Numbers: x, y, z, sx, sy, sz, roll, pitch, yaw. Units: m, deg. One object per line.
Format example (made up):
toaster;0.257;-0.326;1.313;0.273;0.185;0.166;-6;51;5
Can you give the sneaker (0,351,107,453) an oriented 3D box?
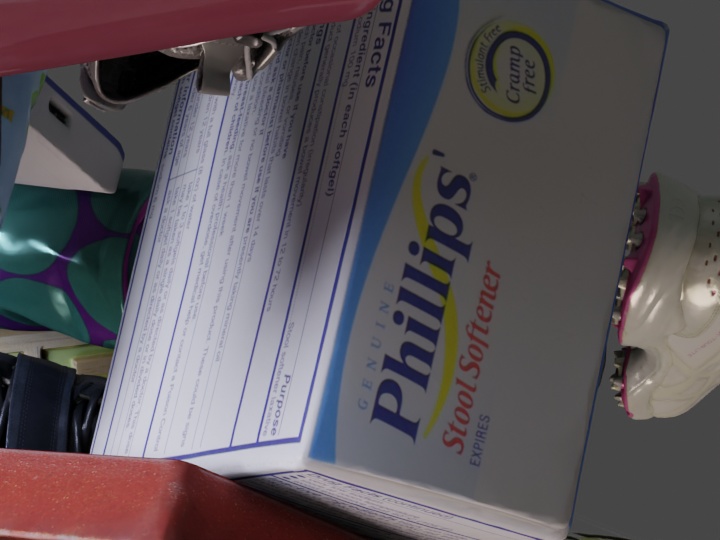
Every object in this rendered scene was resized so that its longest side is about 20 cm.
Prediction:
sneaker;-0.121;0.077;1.244;0.146;0.077;0.202;12;171;-12

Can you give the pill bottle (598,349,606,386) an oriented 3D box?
pill bottle;0.016;0.037;1.253;0.112;0.112;0.200;19;164;-22

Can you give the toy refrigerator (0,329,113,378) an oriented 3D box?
toy refrigerator;-0.140;0.059;1.376;0.199;0.076;0.070;-6;-169;-18

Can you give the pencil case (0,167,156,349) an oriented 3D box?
pencil case;-0.161;-0.007;1.295;0.199;0.085;0.093;6;135;28

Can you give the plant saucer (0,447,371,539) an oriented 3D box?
plant saucer;-0.066;0.101;0.988;0.200;0.037;0.199;-1;159;43

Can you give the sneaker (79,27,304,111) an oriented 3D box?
sneaker;-0.026;-0.091;0.863;0.075;0.082;0.200;20;164;-25

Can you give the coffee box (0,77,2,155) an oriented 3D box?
coffee box;-0.206;-0.090;0.838;0.200;0.080;0.113;34;148;13

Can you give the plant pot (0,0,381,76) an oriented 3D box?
plant pot;-0.082;-0.124;0.619;0.178;0.201;0.200;1;170;-18

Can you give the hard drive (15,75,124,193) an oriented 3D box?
hard drive;-0.217;-0.074;1.208;0.199;0.025;0.132;7;164;21

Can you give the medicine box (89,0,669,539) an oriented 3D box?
medicine box;0.000;0.000;0.985;0.103;0.183;0.200;19;165;-24

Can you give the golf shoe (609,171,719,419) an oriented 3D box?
golf shoe;0.149;0.021;1.161;0.091;0.076;0.200;8;166;8

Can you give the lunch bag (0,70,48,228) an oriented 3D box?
lunch bag;-0.234;-0.044;1.050;0.199;0.171;0.127;5;162;34
